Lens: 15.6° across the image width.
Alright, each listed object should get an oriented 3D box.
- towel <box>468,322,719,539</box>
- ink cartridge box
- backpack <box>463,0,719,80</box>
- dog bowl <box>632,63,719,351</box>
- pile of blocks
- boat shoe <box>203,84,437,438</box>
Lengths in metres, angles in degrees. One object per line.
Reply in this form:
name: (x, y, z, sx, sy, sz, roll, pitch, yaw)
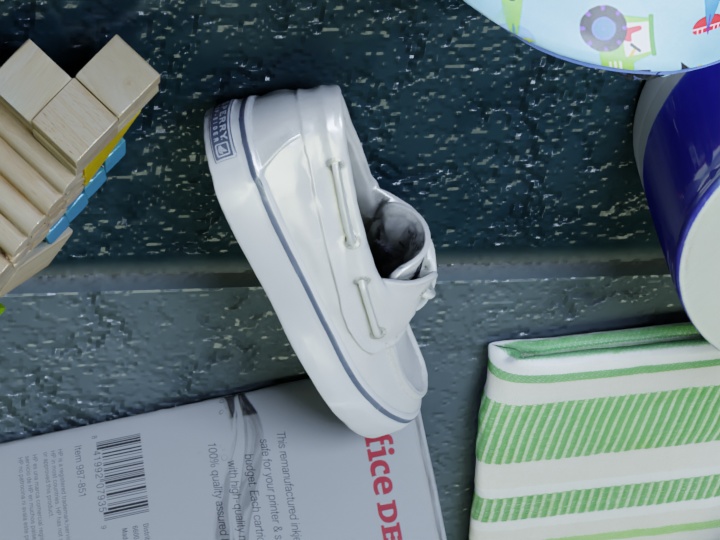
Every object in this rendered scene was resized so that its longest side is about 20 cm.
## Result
towel: (0.128, 0.090, 1.261, 0.152, 0.023, 0.200, -6, 143, -5)
ink cartridge box: (-0.059, 0.138, 1.173, 0.199, 0.146, 0.084, -12, 143, 1)
backpack: (0.062, -0.159, 0.751, 0.182, 0.200, 0.135, -29, 157, -43)
dog bowl: (0.215, -0.044, 1.065, 0.199, 0.079, 0.201, -7, 142, -5)
pile of blocks: (-0.149, -0.028, 1.027, 0.062, 0.082, 0.200, 43, 117, 4)
boat shoe: (0.000, 0.000, 1.073, 0.065, 0.074, 0.200, -15, 143, 13)
